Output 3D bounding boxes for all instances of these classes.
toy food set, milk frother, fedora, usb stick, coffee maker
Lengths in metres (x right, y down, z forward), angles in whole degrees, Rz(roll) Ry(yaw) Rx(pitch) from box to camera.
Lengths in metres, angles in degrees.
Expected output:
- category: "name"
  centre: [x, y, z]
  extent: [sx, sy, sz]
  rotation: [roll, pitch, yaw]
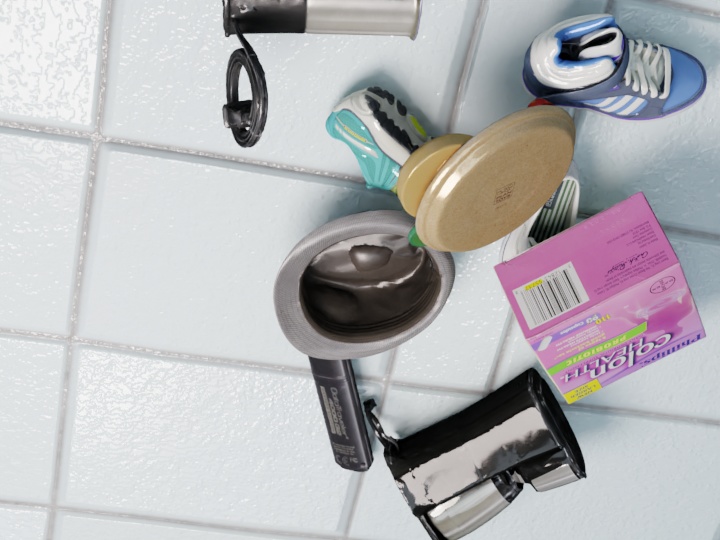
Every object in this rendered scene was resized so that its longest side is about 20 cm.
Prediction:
- category: "toy food set"
  centre: [0.129, -0.091, 1.353]
  extent: [0.199, 0.049, 0.198]
  rotation: [-34, 152, -7]
- category: "milk frother"
  centre: [-0.038, -0.227, 1.275]
  extent: [0.185, 0.181, 0.202]
  rotation: [0, 118, -5]
- category: "fedora"
  centre: [0.000, 0.000, 1.468]
  extent: [0.198, 0.091, 0.178]
  rotation: [-19, 122, 2]
- category: "usb stick"
  centre: [-0.024, 0.151, 1.582]
  extent: [0.055, 0.033, 0.202]
  rotation: [7, 126, 29]
- category: "coffee maker"
  centre: [0.137, 0.201, 1.575]
  extent: [0.199, 0.135, 0.193]
  rotation: [-31, 118, 13]

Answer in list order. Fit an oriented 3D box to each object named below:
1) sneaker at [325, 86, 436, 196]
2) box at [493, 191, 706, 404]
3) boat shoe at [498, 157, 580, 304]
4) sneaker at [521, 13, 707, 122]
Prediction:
- category: "sneaker"
  centre: [0.044, -0.110, 1.430]
  extent: [0.079, 0.078, 0.200]
  rotation: [-25, 120, 35]
- category: "box"
  centre: [0.261, 0.035, 1.459]
  extent: [0.174, 0.097, 0.200]
  rotation: [-27, 149, 8]
- category: "boat shoe"
  centre: [0.195, -0.032, 1.480]
  extent: [0.073, 0.067, 0.202]
  rotation: [2, 121, -6]
- category: "sneaker"
  centre: [0.260, -0.200, 1.334]
  extent: [0.197, 0.146, 0.082]
  rotation: [3, 84, -2]
